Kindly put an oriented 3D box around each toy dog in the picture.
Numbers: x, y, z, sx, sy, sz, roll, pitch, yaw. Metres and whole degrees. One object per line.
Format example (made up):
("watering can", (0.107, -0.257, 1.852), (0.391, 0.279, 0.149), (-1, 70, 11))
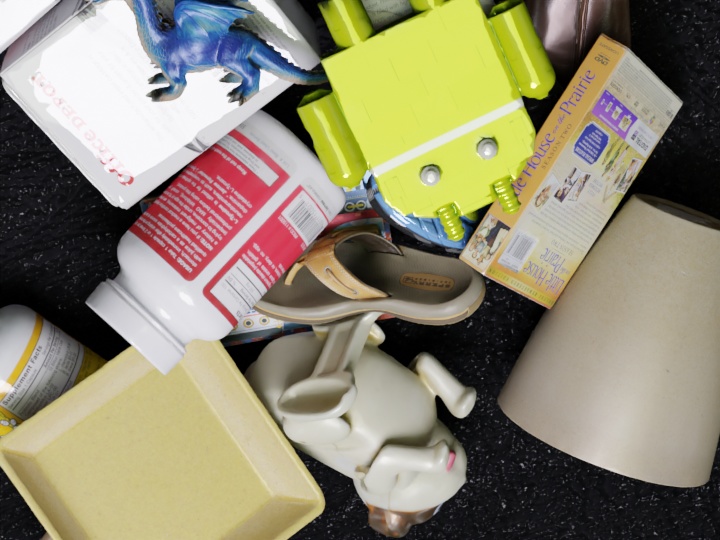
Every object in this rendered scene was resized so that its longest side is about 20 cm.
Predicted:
("toy dog", (0.007, 0.139, 1.490), (0.193, 0.140, 0.200), (-23, 125, 32))

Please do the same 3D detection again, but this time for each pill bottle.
("pill bottle", (-0.114, -0.020, 1.371), (0.200, 0.112, 0.112), (-47, 114, -7))
("pill bottle", (-0.273, 0.099, 1.463), (0.200, 0.113, 0.113), (37, 110, -22))

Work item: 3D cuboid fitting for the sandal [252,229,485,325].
("sandal", (0.000, 0.000, 1.410), (0.199, 0.081, 0.054), (4, 142, 16))

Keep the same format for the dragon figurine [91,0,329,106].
("dragon figurine", (-0.105, -0.175, 1.263), (0.199, 0.059, 0.100), (2, 117, -4))

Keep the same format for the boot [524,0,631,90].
("boot", (0.209, -0.225, 1.351), (0.185, 0.064, 0.201), (4, 116, 9))

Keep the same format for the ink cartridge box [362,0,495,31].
("ink cartridge box", (0.034, -0.212, 1.321), (0.116, 0.068, 0.201), (-20, 96, 5))

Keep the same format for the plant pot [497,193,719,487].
("plant pot", (0.231, 0.046, 1.452), (0.186, 0.187, 0.201), (15, 102, -12))

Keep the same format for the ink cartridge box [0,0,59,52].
("ink cartridge box", (-0.239, -0.239, 1.262), (0.200, 0.146, 0.085), (-36, 114, 14))

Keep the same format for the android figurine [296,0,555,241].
("android figurine", (0.050, -0.121, 1.275), (0.181, 0.041, 0.201), (-23, 101, 1))

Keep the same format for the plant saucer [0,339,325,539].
("plant saucer", (-0.162, 0.166, 1.416), (0.200, 0.048, 0.201), (-36, 94, -21))

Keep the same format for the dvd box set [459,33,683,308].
("dvd box set", (0.167, -0.072, 1.374), (0.201, 0.029, 0.146), (-58, 151, 5))

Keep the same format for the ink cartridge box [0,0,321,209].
("ink cartridge box", (-0.151, -0.167, 1.344), (0.200, 0.083, 0.147), (-35, 115, 13))

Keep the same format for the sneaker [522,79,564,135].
("sneaker", (0.069, -0.102, 1.403), (0.199, 0.076, 0.088), (-1, 154, 15))

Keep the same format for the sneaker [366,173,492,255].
("sneaker", (0.066, -0.042, 1.392), (0.082, 0.071, 0.199), (-14, 166, 33))

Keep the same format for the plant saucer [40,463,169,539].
("plant saucer", (-0.184, 0.223, 1.518), (0.199, 0.030, 0.200), (-24, 154, -12))

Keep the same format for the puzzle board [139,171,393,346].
("puzzle board", (-0.071, -0.009, 1.475), (0.199, 0.017, 0.151), (-9, 119, 1))
